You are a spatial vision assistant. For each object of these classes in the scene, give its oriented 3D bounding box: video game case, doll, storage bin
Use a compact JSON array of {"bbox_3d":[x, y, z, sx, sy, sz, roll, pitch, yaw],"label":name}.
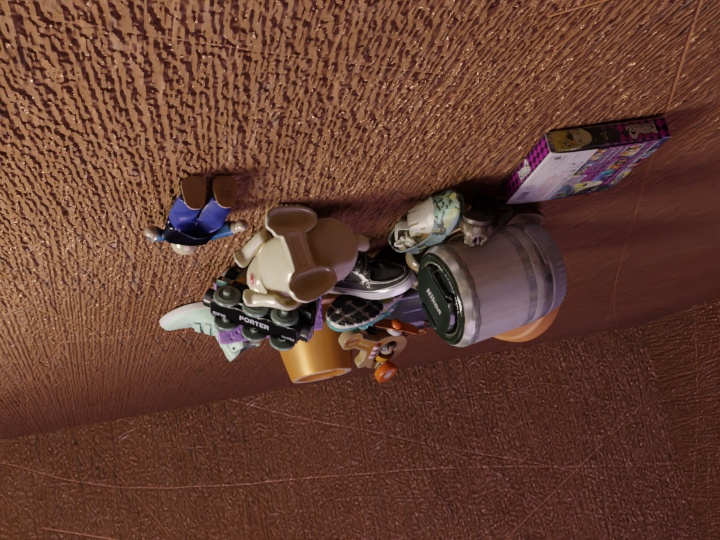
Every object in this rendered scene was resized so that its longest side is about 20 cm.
[{"bbox_3d":[0.319,-0.155,1.142,0.179,0.036,0.200,-9,166,-9],"label":"video game case"},{"bbox_3d":[-0.212,-0.062,1.027,0.135,0.049,0.200,-4,164,-26],"label":"doll"},{"bbox_3d":[0.098,0.050,1.592,0.197,0.147,0.135,-11,156,-6],"label":"storage bin"}]

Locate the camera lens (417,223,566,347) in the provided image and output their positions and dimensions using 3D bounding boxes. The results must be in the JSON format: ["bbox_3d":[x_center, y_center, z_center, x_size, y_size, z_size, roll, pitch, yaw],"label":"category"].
[{"bbox_3d":[0.200,0.020,1.232,0.198,0.162,0.160,-16,169,-19],"label":"camera lens"}]

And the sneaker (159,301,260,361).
[{"bbox_3d":[-0.295,0.124,1.555,0.197,0.120,0.074,-10,168,-5],"label":"sneaker"}]

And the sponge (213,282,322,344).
[{"bbox_3d":[-0.168,0.066,1.446,0.197,0.113,0.030,-7,-170,-18],"label":"sponge"}]

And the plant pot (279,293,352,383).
[{"bbox_3d":[-0.095,0.122,1.579,0.197,0.186,0.200,-11,167,-3],"label":"plant pot"}]

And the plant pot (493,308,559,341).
[{"bbox_3d":[0.272,0.038,1.532,0.199,0.203,0.139,-23,161,39],"label":"plant pot"}]

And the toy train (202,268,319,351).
[{"bbox_3d":[-0.161,0.059,1.320,0.197,0.114,0.086,18,132,11],"label":"toy train"}]

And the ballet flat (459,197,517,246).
[{"bbox_3d":[0.193,-0.075,1.198,0.067,0.047,0.200,14,-160,18],"label":"ballet flat"}]

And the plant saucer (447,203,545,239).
[{"bbox_3d":[0.229,-0.076,1.400,0.197,0.030,0.200,-11,166,-3],"label":"plant saucer"}]

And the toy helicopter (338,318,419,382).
[{"bbox_3d":[0.030,0.137,1.520,0.132,0.079,0.199,-45,148,15],"label":"toy helicopter"}]

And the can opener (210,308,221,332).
[{"bbox_3d":[-0.167,0.057,1.398,0.198,0.053,0.067,-20,167,-8],"label":"can opener"}]

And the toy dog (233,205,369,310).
[{"bbox_3d":[-0.102,-0.014,1.192,0.193,0.141,0.199,-26,178,-35],"label":"toy dog"}]

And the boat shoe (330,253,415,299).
[{"bbox_3d":[0.000,0.000,1.360,0.198,0.070,0.067,4,137,37],"label":"boat shoe"}]

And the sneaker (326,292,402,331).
[{"bbox_3d":[0.010,0.077,1.429,0.199,0.077,0.080,-20,141,-49],"label":"sneaker"}]

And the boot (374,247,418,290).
[{"bbox_3d":[0.130,0.026,1.446,0.197,0.074,0.151,5,152,26],"label":"boot"}]

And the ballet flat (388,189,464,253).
[{"bbox_3d":[0.095,-0.070,1.226,0.073,0.075,0.200,-7,164,-19],"label":"ballet flat"}]

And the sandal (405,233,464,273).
[{"bbox_3d":[0.175,-0.034,1.334,0.197,0.081,0.054,-4,144,-14],"label":"sandal"}]
